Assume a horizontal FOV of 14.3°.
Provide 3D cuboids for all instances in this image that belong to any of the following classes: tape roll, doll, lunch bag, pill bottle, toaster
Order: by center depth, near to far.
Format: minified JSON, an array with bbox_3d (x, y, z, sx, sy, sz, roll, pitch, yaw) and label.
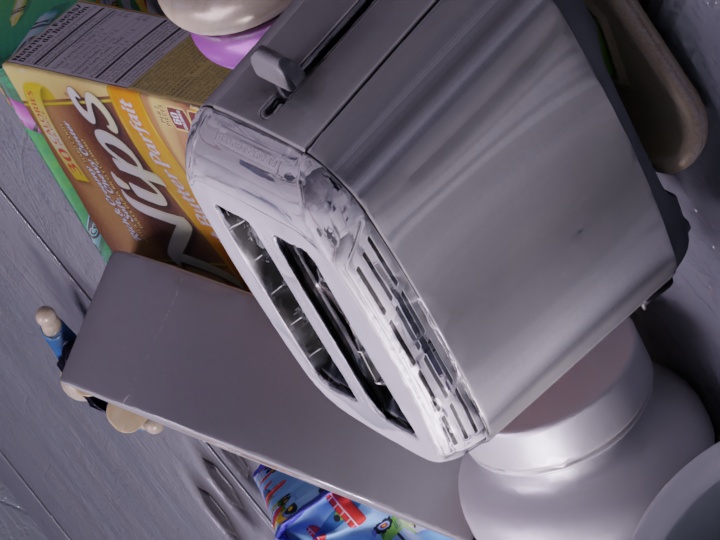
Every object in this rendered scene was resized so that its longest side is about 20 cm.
[{"bbox_3d":[0.028,-0.024,1.022,0.114,0.129,0.200,30,157,46],"label":"toaster"},{"bbox_3d":[0.110,0.112,1.226,0.113,0.113,0.200,32,154,53],"label":"pill bottle"},{"bbox_3d":[-0.032,0.058,1.293,0.200,0.066,0.200,22,175,2],"label":"tape roll"},{"bbox_3d":[0.046,0.164,1.584,0.200,0.094,0.151,44,-179,-10],"label":"lunch bag"},{"bbox_3d":[-0.204,0.081,2.221,0.136,0.048,0.200,45,172,-8],"label":"doll"}]

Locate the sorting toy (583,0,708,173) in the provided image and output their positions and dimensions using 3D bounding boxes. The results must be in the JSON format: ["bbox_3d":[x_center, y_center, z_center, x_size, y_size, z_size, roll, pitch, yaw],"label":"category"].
[{"bbox_3d":[0.033,-0.126,1.065,0.200,0.036,0.185,59,164,-20],"label":"sorting toy"}]

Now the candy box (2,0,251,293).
[{"bbox_3d":[-0.062,-0.048,1.247,0.200,0.055,0.116,15,140,50],"label":"candy box"}]

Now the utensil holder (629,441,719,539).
[{"bbox_3d":[0.173,0.168,1.059,0.170,0.170,0.200,47,165,22],"label":"utensil holder"}]

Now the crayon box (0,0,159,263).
[{"bbox_3d":[-0.134,-0.104,1.435,0.119,0.058,0.200,61,-173,-27],"label":"crayon box"}]

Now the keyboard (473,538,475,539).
[{"bbox_3d":[0.100,0.152,1.407,0.127,0.021,0.200,10,133,26],"label":"keyboard"}]

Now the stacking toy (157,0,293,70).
[{"bbox_3d":[0.006,-0.066,1.112,0.085,0.085,0.200,33,165,52],"label":"stacking toy"}]
